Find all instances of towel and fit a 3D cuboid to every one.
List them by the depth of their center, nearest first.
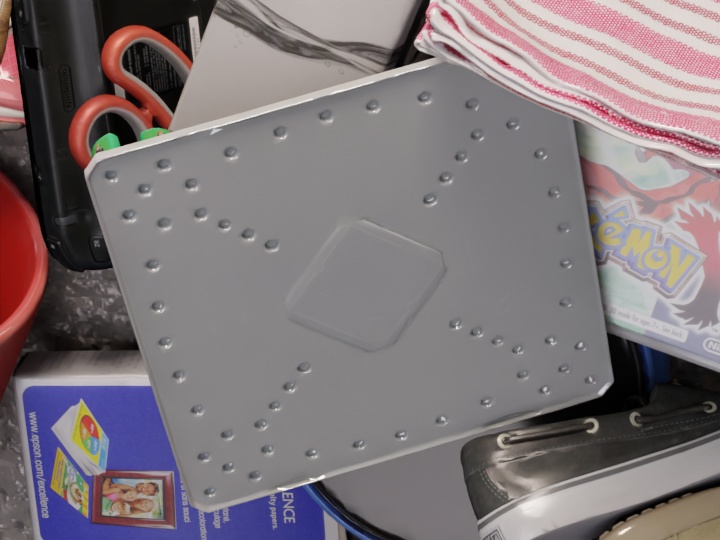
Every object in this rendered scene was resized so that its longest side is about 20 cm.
[{"bbox_3d":[0.117,-0.120,0.972,0.146,0.200,0.030,24,132,5],"label":"towel"}]

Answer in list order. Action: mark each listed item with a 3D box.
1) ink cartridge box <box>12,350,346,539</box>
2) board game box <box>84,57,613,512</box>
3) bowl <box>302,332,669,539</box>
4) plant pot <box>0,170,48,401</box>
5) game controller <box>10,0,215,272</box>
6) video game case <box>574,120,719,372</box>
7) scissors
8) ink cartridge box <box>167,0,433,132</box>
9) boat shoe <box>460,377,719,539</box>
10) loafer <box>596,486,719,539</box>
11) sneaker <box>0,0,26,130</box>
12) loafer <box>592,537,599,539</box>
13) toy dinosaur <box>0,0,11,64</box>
[{"bbox_3d":[-0.073,0.135,1.240,0.200,0.047,0.198,0,113,6],"label":"ink cartridge box"},{"bbox_3d":[0.000,0.000,1.017,0.200,0.026,0.200,-16,128,-3],"label":"board game box"},{"bbox_3d":[0.049,0.051,1.144,0.200,0.039,0.201,2,109,7],"label":"bowl"},{"bbox_3d":[-0.266,0.048,1.197,0.200,0.200,0.178,22,128,8],"label":"plant pot"},{"bbox_3d":[-0.112,-0.098,1.123,0.042,0.104,0.200,21,124,44],"label":"game controller"},{"bbox_3d":[0.142,-0.055,1.063,0.200,0.023,0.183,20,106,4],"label":"video game case"},{"bbox_3d":[-0.068,-0.041,1.145,0.014,0.073,0.200,17,161,46],"label":"scissors"},{"bbox_3d":[-0.009,-0.116,1.045,0.083,0.147,0.200,27,121,5],"label":"ink cartridge box"},{"bbox_3d":[0.139,0.079,1.089,0.057,0.200,0.069,67,157,18],"label":"boat shoe"},{"bbox_3d":[0.196,0.124,1.080,0.200,0.076,0.068,-20,72,-13],"label":"loafer"},{"bbox_3d":[-0.208,-0.136,1.148,0.200,0.074,0.087,26,117,6],"label":"sneaker"},{"bbox_3d":[0.153,0.152,1.163,0.200,0.063,0.072,-12,111,24],"label":"loafer"},{"bbox_3d":[-0.221,-0.055,1.103,0.200,0.106,0.061,-22,69,11],"label":"toy dinosaur"}]
